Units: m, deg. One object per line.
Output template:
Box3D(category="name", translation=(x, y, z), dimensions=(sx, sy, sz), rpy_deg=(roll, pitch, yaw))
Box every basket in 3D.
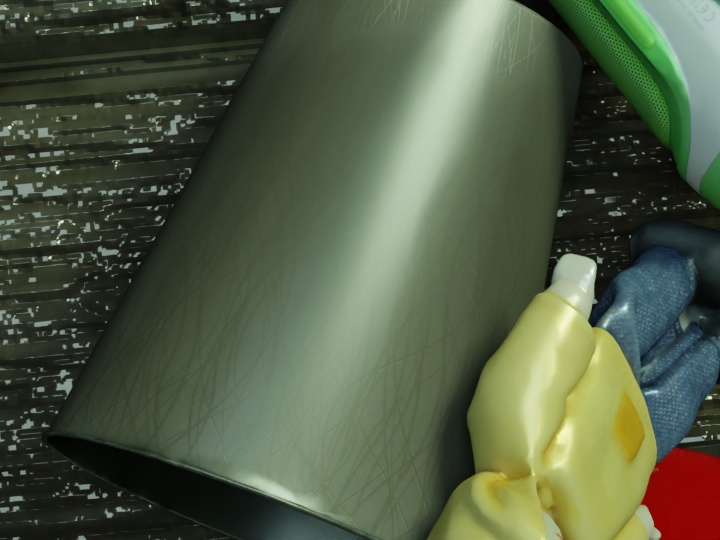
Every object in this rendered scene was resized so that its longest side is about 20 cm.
Box3D(category="basket", translation=(0.000, 0.000, 0.950), dimensions=(0.180, 0.136, 0.201), rpy_deg=(27, 75, -27))

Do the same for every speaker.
Box3D(category="speaker", translation=(0.105, -0.116, 0.951), dimensions=(0.088, 0.088, 0.200), rpy_deg=(-35, 72, -4))

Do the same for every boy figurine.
Box3D(category="boy figurine", translation=(0.078, 0.057, 0.903), dimensions=(0.064, 0.200, 0.125), rpy_deg=(6, 123, 31))

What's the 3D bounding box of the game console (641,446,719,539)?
Box3D(category="game console", translation=(0.168, 0.181, 0.977), dimensions=(0.199, 0.119, 0.173), rpy_deg=(14, 51, 3))
